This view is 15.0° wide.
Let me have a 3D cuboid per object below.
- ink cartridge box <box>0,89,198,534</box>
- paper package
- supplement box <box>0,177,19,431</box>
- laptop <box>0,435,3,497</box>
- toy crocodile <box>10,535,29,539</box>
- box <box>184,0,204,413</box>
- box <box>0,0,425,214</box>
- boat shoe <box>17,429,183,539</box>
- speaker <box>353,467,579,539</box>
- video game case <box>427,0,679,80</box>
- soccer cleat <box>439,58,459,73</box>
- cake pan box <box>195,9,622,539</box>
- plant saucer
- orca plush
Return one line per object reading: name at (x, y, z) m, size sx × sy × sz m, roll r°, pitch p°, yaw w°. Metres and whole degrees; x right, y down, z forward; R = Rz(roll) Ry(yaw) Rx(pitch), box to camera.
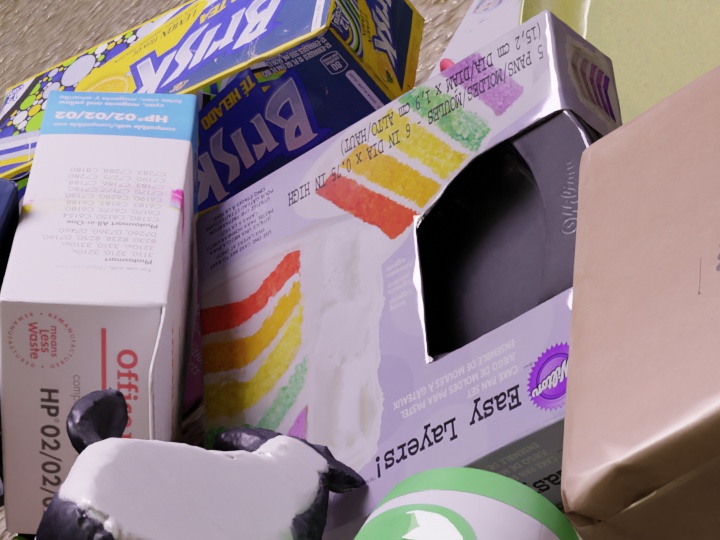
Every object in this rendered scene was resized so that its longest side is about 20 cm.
ink cartridge box at (-0.105, 0.027, 1.097) m, size 0.067 × 0.116 × 0.201 m, roll 2°, pitch 33°, yaw 0°
paper package at (0.165, 0.005, 0.848) m, size 0.190 × 0.104 × 0.201 m, roll -31°, pitch 24°, yaw 24°
supplement box at (-0.255, 0.030, 1.126) m, size 0.200 × 0.198 × 0.135 m, roll 104°, pitch -174°, yaw -64°
laptop at (-0.256, 0.038, 1.362) m, size 0.115 × 0.188 × 0.200 m, roll -21°, pitch -21°, yaw -8°
toy crocodile at (-0.095, 0.168, 1.029) m, size 0.067 × 0.062 × 0.200 m, roll -40°, pitch 35°, yaw 6°
box at (-0.097, -0.022, 1.346) m, size 0.200 × 0.097 × 0.176 m, roll -44°, pitch 22°, yaw 0°
box at (-0.071, -0.072, 1.201) m, size 0.199 × 0.064 × 0.070 m, roll -22°, pitch 38°, yaw 30°
boat shoe at (-0.103, 0.096, 1.186) m, size 0.074 × 0.066 × 0.201 m, roll -31°, pitch 38°, yaw 25°
speaker at (0.013, 0.158, 0.856) m, size 0.088 × 0.088 × 0.201 m, roll -25°, pitch 29°, yaw 37°
video game case at (0.123, -0.153, 1.299) m, size 0.181 × 0.024 × 0.201 m, roll -18°, pitch 34°, yaw 47°
soccer cleat at (0.000, 0.000, 1.167) m, size 0.200 × 0.077 × 0.067 m, roll -46°, pitch 23°, yaw -8°
cake pan box at (0.025, 0.019, 1.051) m, size 0.199 × 0.052 × 0.185 m, roll -28°, pitch 50°, yaw 30°
plant saucer at (0.144, -0.133, 1.148) m, size 0.200 × 0.031 × 0.201 m, roll -33°, pitch 46°, yaw 41°
orca plush at (-0.067, 0.094, 0.919) m, size 0.071 × 0.105 × 0.200 m, roll -51°, pitch 3°, yaw 15°
